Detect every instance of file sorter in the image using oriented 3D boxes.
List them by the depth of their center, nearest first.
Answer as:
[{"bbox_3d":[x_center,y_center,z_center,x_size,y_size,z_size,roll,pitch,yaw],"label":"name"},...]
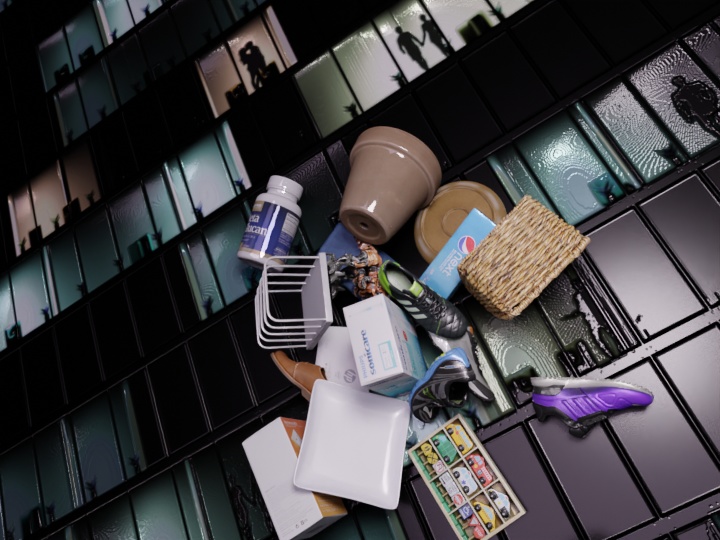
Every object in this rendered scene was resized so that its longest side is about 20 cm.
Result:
[{"bbox_3d":[-0.142,0.068,1.189,0.122,0.200,0.141,-1,68,-17],"label":"file sorter"}]

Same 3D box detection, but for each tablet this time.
[{"bbox_3d":[-0.039,0.218,1.221,0.128,0.014,0.204,1,74,22],"label":"tablet"}]

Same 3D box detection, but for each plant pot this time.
[{"bbox_3d":[0.041,-0.153,1.178,0.198,0.201,0.176,17,62,26],"label":"plant pot"},{"bbox_3d":[0.201,-0.095,1.214,0.197,0.027,0.204,-7,70,20],"label":"plant pot"}]

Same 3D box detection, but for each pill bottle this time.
[{"bbox_3d":[-0.198,-0.105,1.335,0.109,0.111,0.203,12,78,25],"label":"pill bottle"}]

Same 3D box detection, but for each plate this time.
[{"bbox_3d":[-0.013,0.324,1.105,0.196,0.032,0.203,16,60,-7],"label":"plate"}]

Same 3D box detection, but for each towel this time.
[{"bbox_3d":[0.001,-0.007,1.257,0.199,0.048,0.112,39,90,27],"label":"towel"}]

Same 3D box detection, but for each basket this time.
[{"bbox_3d":[0.299,-0.004,1.077,0.200,0.143,0.149,-45,60,-3],"label":"basket"}]

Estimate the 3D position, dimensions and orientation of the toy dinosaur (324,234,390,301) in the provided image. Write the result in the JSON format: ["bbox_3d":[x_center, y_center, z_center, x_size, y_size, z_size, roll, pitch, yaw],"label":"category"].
[{"bbox_3d":[0.000,0.000,1.190,0.133,0.103,0.202,-12,44,-5],"label":"toy dinosaur"}]

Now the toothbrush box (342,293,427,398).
[{"bbox_3d":[0.053,0.146,1.101,0.084,0.200,0.149,-21,66,15],"label":"toothbrush box"}]

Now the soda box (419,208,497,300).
[{"bbox_3d":[0.189,-0.019,1.147,0.068,0.064,0.201,40,103,15],"label":"soda box"}]

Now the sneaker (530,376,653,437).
[{"bbox_3d":[0.394,0.236,1.011,0.197,0.069,0.101,-2,79,26],"label":"sneaker"}]

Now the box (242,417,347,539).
[{"bbox_3d":[-0.126,0.400,1.137,0.097,0.124,0.202,-34,64,8],"label":"box"}]

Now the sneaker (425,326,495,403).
[{"bbox_3d":[0.196,0.157,1.111,0.079,0.074,0.202,-33,64,4],"label":"sneaker"}]

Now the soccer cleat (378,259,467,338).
[{"bbox_3d":[0.113,0.055,1.091,0.199,0.081,0.068,37,79,12],"label":"soccer cleat"}]

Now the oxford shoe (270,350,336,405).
[{"bbox_3d":[-0.112,0.218,1.220,0.199,0.072,0.071,34,76,36],"label":"oxford shoe"}]

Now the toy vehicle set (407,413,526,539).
[{"bbox_3d":[0.188,0.380,1.067,0.124,0.026,0.201,-38,63,8],"label":"toy vehicle set"}]

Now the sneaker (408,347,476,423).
[{"bbox_3d":[0.146,0.221,1.055,0.083,0.070,0.201,57,143,30],"label":"sneaker"}]
